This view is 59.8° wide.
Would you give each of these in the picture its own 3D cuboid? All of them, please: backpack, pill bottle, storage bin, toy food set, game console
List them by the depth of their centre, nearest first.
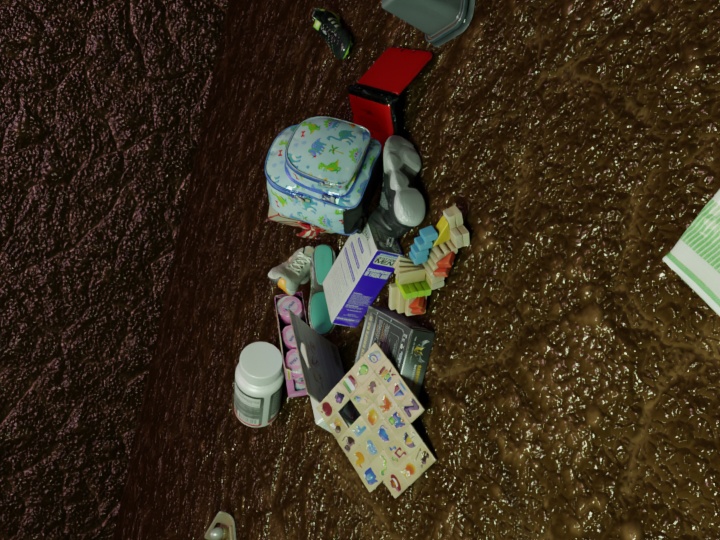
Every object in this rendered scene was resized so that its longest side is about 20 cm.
[{"bbox_3d":[0.114,-0.523,1.102,0.145,0.132,0.205,-3,76,61],"label":"storage bin"},{"bbox_3d":[-0.071,-0.183,1.130,0.148,0.196,0.185,84,-157,-56],"label":"backpack"},{"bbox_3d":[0.064,-0.339,1.252,0.200,0.117,0.176,-137,32,-59],"label":"game console"},{"bbox_3d":[-0.233,0.261,1.437,0.202,0.111,0.115,104,158,-46],"label":"pill bottle"},{"bbox_3d":[-0.371,0.757,1.628,0.145,0.059,0.202,-58,34,34],"label":"toy food set"}]

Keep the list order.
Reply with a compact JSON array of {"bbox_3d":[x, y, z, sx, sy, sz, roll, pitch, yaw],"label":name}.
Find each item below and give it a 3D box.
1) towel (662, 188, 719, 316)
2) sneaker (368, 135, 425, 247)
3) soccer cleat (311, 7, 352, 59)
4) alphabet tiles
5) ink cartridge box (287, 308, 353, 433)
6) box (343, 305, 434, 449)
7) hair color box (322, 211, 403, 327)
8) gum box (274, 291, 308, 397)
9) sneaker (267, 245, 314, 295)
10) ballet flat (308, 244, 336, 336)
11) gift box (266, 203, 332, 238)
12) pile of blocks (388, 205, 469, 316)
[{"bbox_3d":[0.376,-0.045,0.552,0.202,0.023,0.154,-63,31,28],"label":"towel"},{"bbox_3d":[0.057,-0.142,1.132,0.114,0.074,0.204,-50,37,47],"label":"sneaker"},{"bbox_3d":[-0.074,-0.579,1.530,0.068,0.080,0.202,-58,34,33],"label":"soccer cleat"},{"bbox_3d":[0.030,0.248,1.001,0.168,0.007,0.201,-48,64,21],"label":"alphabet tiles"},{"bbox_3d":[-0.083,0.194,1.175,0.044,0.176,0.202,-33,44,14],"label":"ink cartridge box"},{"bbox_3d":[0.044,0.178,1.068,0.158,0.047,0.204,22,100,62],"label":"box"},{"bbox_3d":[0.000,0.000,1.202,0.202,0.064,0.111,-59,33,36],"label":"hair color box"},{"bbox_3d":[-0.140,0.164,1.356,0.115,0.065,0.203,91,168,-50],"label":"gum box"},{"bbox_3d":[-0.139,-0.012,1.379,0.093,0.075,0.200,-52,1,15],"label":"sneaker"},{"bbox_3d":[-0.076,0.048,1.341,0.072,0.071,0.205,-31,53,54],"label":"ballet flat"},{"bbox_3d":[-0.102,-0.170,1.321,0.184,0.196,0.191,172,106,-66],"label":"gift box"},{"bbox_3d":[0.105,-0.004,0.983,0.203,0.081,0.062,-64,31,25],"label":"pile of blocks"}]
